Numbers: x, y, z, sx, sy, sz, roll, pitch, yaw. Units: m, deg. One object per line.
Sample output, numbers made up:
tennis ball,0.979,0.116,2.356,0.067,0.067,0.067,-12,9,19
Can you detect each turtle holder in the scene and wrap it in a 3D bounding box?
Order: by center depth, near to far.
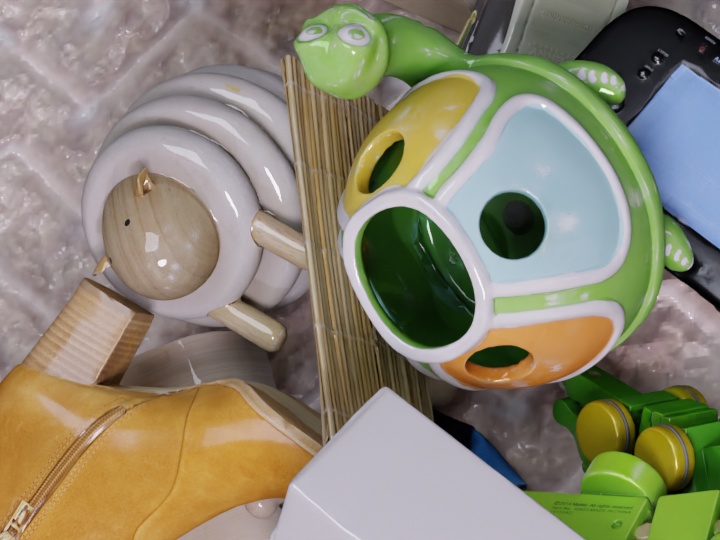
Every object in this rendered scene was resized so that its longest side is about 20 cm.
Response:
turtle holder,0.054,-0.034,1.328,0.140,0.132,0.187,0,107,36

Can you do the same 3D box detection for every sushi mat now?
sushi mat,0.000,0.000,1.380,0.012,0.096,0.201,-23,60,29

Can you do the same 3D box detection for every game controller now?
game controller,0.173,-0.041,1.379,0.200,0.042,0.104,38,89,24

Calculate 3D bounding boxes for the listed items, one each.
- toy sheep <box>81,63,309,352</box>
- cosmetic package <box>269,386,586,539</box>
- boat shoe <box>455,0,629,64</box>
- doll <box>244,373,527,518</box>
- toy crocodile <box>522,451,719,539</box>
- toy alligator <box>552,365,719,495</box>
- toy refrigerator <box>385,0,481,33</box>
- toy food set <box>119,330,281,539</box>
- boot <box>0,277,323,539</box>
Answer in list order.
toy sheep,-0.063,-0.037,1.448,0.137,0.200,0.139,8,112,21
cosmetic package,0.058,0.153,1.239,0.200,0.102,0.071,37,57,13
boat shoe,0.077,-0.090,1.453,0.202,0.071,0.061,-65,17,2
doll,0.011,0.122,1.391,0.136,0.049,0.201,8,68,10
toy crocodile,0.139,0.120,1.266,0.199,0.062,0.068,-3,39,32
toy alligator,0.124,0.080,1.358,0.200,0.059,0.055,22,114,50
toy refrigerator,0.002,-0.190,1.527,0.199,0.076,0.070,27,81,34
toy food set,-0.122,0.129,1.462,0.199,0.060,0.144,-22,71,18
boot,-0.090,0.110,1.375,0.201,0.071,0.144,30,94,19
